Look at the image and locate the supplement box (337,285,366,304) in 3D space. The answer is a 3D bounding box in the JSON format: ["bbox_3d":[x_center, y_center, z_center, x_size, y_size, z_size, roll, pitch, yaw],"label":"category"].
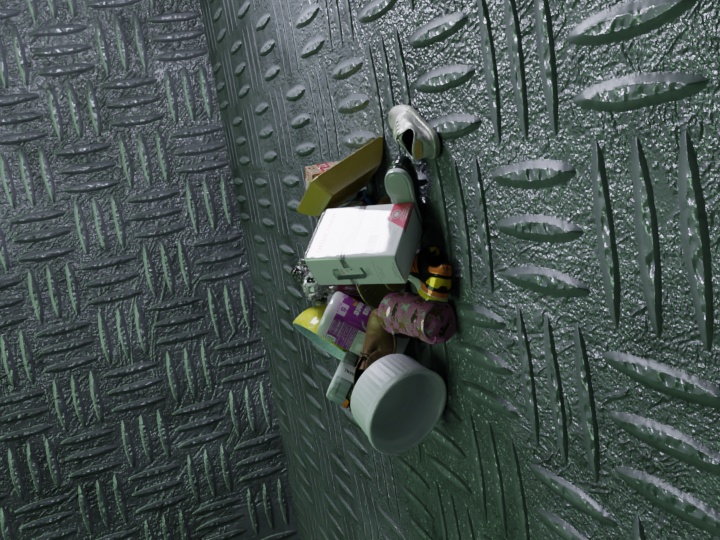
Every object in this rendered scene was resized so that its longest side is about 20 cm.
[{"bbox_3d":[0.000,0.000,1.815,0.111,0.085,0.202,-63,-22,-53],"label":"supplement box"}]

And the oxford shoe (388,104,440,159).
[{"bbox_3d":[0.088,-0.265,1.481,0.200,0.057,0.076,-124,25,-54],"label":"oxford shoe"}]

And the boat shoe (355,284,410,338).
[{"bbox_3d":[0.055,0.064,1.717,0.201,0.073,0.063,50,-175,7],"label":"boat shoe"}]

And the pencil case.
[{"bbox_3d":[0.112,0.095,1.572,0.199,0.082,0.087,7,126,63],"label":"pencil case"}]

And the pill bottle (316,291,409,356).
[{"bbox_3d":[0.010,0.138,1.763,0.113,0.198,0.112,-64,-2,-5],"label":"pill bottle"}]

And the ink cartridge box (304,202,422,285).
[{"bbox_3d":[0.007,-0.051,1.528,0.085,0.198,0.147,64,-144,-42],"label":"ink cartridge box"}]

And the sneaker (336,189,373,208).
[{"bbox_3d":[-0.017,-0.132,1.856,0.200,0.082,0.072,133,123,-67],"label":"sneaker"}]

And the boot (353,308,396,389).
[{"bbox_3d":[0.027,0.183,1.663,0.073,0.075,0.203,7,94,36],"label":"boot"}]

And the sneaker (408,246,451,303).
[{"bbox_3d":[0.130,-0.012,1.530,0.200,0.069,0.091,-128,50,-59],"label":"sneaker"}]

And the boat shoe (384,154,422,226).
[{"bbox_3d":[0.092,-0.140,1.550,0.201,0.075,0.061,84,-158,-49],"label":"boat shoe"}]

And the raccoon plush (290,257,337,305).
[{"bbox_3d":[-0.087,0.052,1.886,0.200,0.096,0.135,54,-175,-48],"label":"raccoon plush"}]

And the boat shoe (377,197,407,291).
[{"bbox_3d":[0.069,-0.054,1.676,0.063,0.072,0.203,136,131,-78],"label":"boat shoe"}]

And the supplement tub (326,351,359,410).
[{"bbox_3d":[0.031,0.279,1.775,0.123,0.198,0.124,24,-90,-87],"label":"supplement tub"}]

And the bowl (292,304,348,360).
[{"bbox_3d":[-0.057,0.142,1.911,0.199,0.108,0.200,32,167,8],"label":"bowl"}]

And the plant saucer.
[{"bbox_3d":[-0.037,-0.196,1.728,0.049,0.199,0.200,53,160,3],"label":"plant saucer"}]

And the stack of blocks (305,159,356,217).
[{"bbox_3d":[-0.071,-0.167,1.950,0.059,0.114,0.202,-130,32,-56],"label":"stack of blocks"}]

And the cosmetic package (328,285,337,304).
[{"bbox_3d":[-0.030,0.012,1.960,0.090,0.106,0.202,-122,28,-49],"label":"cosmetic package"}]

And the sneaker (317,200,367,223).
[{"bbox_3d":[-0.001,-0.107,1.709,0.201,0.107,0.068,19,129,53],"label":"sneaker"}]

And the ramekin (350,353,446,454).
[{"bbox_3d":[0.075,0.274,1.624,0.098,0.199,0.202,36,137,46],"label":"ramekin"}]
